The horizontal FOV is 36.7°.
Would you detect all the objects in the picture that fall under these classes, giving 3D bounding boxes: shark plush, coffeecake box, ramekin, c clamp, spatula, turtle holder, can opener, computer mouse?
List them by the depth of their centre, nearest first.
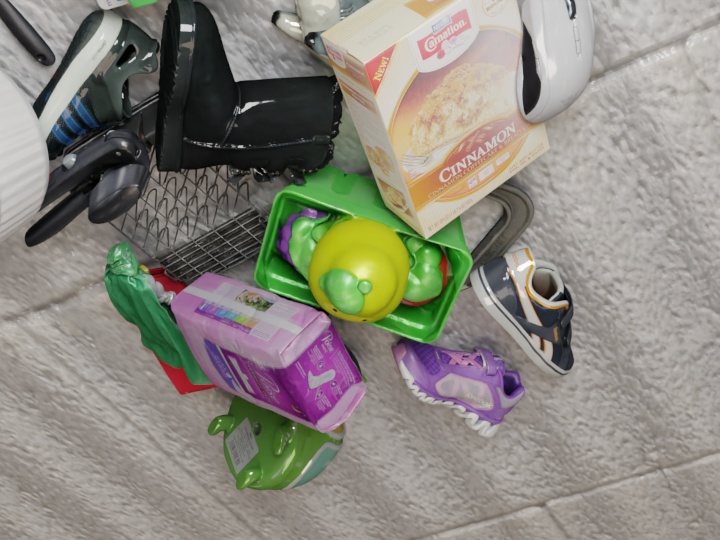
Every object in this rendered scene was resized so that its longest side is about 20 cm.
[{"bbox_3d":[0.173,-0.212,0.914,0.109,0.044,0.201,-27,131,-27],"label":"computer mouse"},{"bbox_3d":[-0.335,-0.250,0.937,0.056,0.021,0.200,-14,137,31],"label":"spatula"},{"bbox_3d":[0.072,-0.155,0.954,0.153,0.073,0.200,-36,134,-12],"label":"coffeecake box"},{"bbox_3d":[0.015,-0.201,0.964,0.200,0.091,0.083,35,95,-25],"label":"shark plush"},{"bbox_3d":[-0.371,-0.106,0.980,0.202,0.094,0.203,17,122,28],"label":"ramekin"},{"bbox_3d":[-0.272,-0.075,1.022,0.199,0.079,0.063,-20,124,33],"label":"can opener"},{"bbox_3d":[0.080,-0.036,1.154,0.170,0.027,0.200,25,130,-23],"label":"c clamp"},{"bbox_3d":[-0.083,0.178,1.310,0.131,0.141,0.186,14,99,-42],"label":"turtle holder"}]

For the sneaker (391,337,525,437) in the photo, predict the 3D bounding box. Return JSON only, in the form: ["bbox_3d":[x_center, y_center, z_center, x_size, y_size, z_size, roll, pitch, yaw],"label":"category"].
[{"bbox_3d":[0.121,0.121,1.284,0.088,0.081,0.200,-39,129,24],"label":"sneaker"}]

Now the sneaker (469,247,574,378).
[{"bbox_3d":[0.204,0.049,1.206,0.079,0.079,0.200,-32,134,17],"label":"sneaker"}]

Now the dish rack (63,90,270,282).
[{"bbox_3d":[-0.185,-0.073,1.098,0.153,0.055,0.200,-25,132,25],"label":"dish rack"}]

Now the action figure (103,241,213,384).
[{"bbox_3d":[-0.223,0.039,1.165,0.118,0.055,0.200,18,150,27],"label":"action figure"}]

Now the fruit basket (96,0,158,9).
[{"bbox_3d":[-0.161,-0.318,0.843,0.184,0.094,0.201,-14,118,12],"label":"fruit basket"}]

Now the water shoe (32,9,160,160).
[{"bbox_3d":[-0.255,-0.148,1.007,0.079,0.072,0.200,24,131,-26],"label":"water shoe"}]

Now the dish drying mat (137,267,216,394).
[{"bbox_3d":[-0.214,0.072,1.267,0.076,0.018,0.200,-11,133,9],"label":"dish drying mat"}]

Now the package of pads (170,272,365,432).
[{"bbox_3d":[-0.097,0.081,1.099,0.200,0.076,0.121,16,143,45],"label":"package of pads"}]

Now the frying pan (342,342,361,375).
[{"bbox_3d":[-0.069,0.114,1.216,0.115,0.031,0.190,46,140,-15],"label":"frying pan"}]

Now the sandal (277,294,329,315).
[{"bbox_3d":[-0.095,0.052,1.226,0.079,0.058,0.201,13,149,-21],"label":"sandal"}]

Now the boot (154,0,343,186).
[{"bbox_3d":[-0.095,-0.154,0.957,0.162,0.074,0.199,-2,143,-17],"label":"boot"}]

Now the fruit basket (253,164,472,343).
[{"bbox_3d":[0.000,0.000,1.048,0.215,0.216,0.156,10,133,-11],"label":"fruit basket"}]
